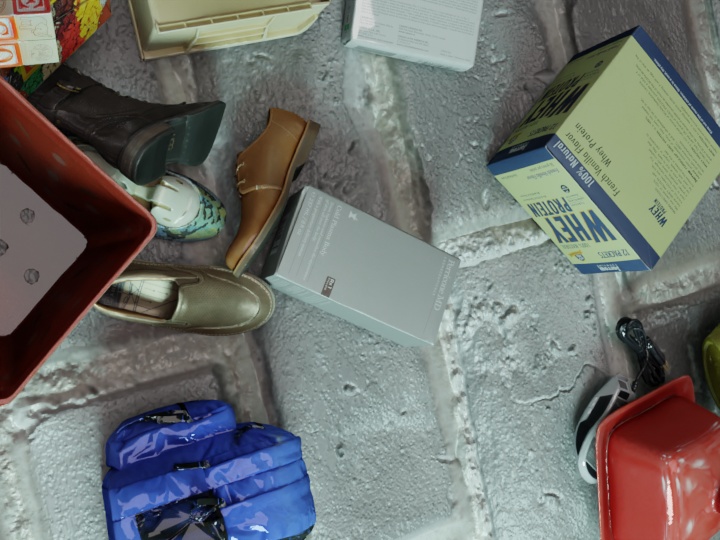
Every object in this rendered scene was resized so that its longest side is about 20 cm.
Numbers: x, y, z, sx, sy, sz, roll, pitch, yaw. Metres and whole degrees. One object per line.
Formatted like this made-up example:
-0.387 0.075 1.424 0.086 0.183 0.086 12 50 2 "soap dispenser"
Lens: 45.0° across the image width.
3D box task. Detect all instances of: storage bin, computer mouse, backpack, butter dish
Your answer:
-0.151 -0.345 0.903 0.195 0.093 0.204 -15 93 -22 "storage bin"
0.314 0.168 1.087 0.110 0.044 0.202 45 71 -31 "computer mouse"
-0.146 0.211 0.845 0.196 0.162 0.172 -8 87 -20 "backpack"
0.387 0.254 1.035 0.197 0.147 0.204 -16 106 -33 "butter dish"

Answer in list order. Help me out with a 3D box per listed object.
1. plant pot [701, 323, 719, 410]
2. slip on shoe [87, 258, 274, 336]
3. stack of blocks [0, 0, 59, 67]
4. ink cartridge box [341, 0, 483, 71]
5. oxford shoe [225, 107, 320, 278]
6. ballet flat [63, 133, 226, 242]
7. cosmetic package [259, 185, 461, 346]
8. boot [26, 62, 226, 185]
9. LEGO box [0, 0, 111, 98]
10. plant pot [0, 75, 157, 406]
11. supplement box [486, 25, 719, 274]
0.524 0.120 1.112 0.139 0.200 0.205 -12 92 4 "plant pot"
-0.181 0.028 0.881 0.196 0.061 0.078 14 103 -19 "slip on shoe"
-0.319 -0.264 0.709 0.113 0.059 0.204 -9 66 -17 "stack of blocks"
0.068 -0.346 0.999 0.158 0.050 0.205 7 93 -20 "ink cartridge box"
-0.108 -0.085 0.916 0.070 0.071 0.203 25 61 -11 "oxford shoe"
-0.225 -0.080 0.876 0.196 0.074 0.076 18 81 -20 "ballet flat"
0.000 0.000 0.951 0.197 0.090 0.109 22 78 -16 "cosmetic package"
-0.241 -0.165 0.859 0.172 0.200 0.070 30 117 9 "boot"
-0.349 -0.263 0.781 0.198 0.077 0.150 33 62 4 "LEGO box"
-0.327 -0.025 0.776 0.200 0.176 0.201 43 73 -14 "plant pot"
0.301 -0.137 1.047 0.200 0.134 0.201 44 73 -14 "supplement box"
